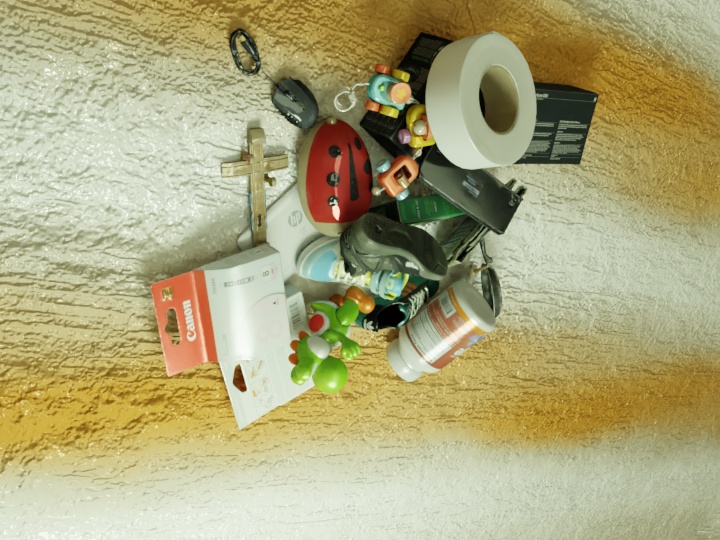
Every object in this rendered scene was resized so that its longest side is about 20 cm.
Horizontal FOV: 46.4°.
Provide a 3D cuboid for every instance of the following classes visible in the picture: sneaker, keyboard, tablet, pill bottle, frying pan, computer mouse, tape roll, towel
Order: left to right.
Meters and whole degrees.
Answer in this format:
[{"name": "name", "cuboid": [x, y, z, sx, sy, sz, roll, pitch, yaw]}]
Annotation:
[{"name": "computer mouse", "cuboid": [-0.122, -0.277, 1.234, 0.059, 0.034, 0.200, -53, 134, -4]}, {"name": "tablet", "cuboid": [-0.100, -0.072, 1.373, 0.200, 0.014, 0.131, -44, 132, -14]}, {"name": "sneaker", "cuboid": [0.000, 0.000, 1.405, 0.198, 0.130, 0.080, -10, 126, -39]}, {"name": "sneaker", "cuboid": [0.046, -0.027, 1.359, 0.198, 0.114, 0.077, 18, 63, -35]}, {"name": "sneaker", "cuboid": [0.078, 0.064, 1.543, 0.199, 0.080, 0.072, -25, 126, -28]}, {"name": "pill bottle", "cuboid": [0.145, 0.118, 1.567, 0.200, 0.113, 0.112, -40, 139, 23]}, {"name": "towel", "cuboid": [0.203, -0.080, 1.520, 0.035, 0.200, 0.193, 45, 79, -5]}, {"name": "keyboard", "cuboid": [0.191, -0.159, 1.391, 0.199, 0.021, 0.128, 32, 86, -24]}, {"name": "tape roll", "cuboid": [0.191, -0.262, 1.308, 0.201, 0.070, 0.205, 0, 91, -43]}, {"name": "frying pan", "cuboid": [0.252, 0.004, 1.663, 0.031, 0.115, 0.193, -8, 89, -1]}]

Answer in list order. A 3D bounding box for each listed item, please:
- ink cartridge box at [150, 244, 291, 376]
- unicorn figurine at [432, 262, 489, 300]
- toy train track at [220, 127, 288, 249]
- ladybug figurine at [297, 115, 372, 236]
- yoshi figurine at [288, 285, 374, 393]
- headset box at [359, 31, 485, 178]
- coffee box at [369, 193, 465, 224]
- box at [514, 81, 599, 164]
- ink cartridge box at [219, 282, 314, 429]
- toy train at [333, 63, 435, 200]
[{"name": "ink cartridge box", "cuboid": [-0.206, 0.068, 1.281, 0.199, 0.057, 0.164, -23, 121, -34]}, {"name": "unicorn figurine", "cuboid": [0.198, 0.068, 1.662, 0.138, 0.074, 0.200, -48, 149, -10]}, {"name": "toy train track", "cuboid": [-0.152, -0.115, 1.284, 0.114, 0.032, 0.202, -14, 117, -31]}, {"name": "ladybug figurine", "cuboid": [-0.033, -0.144, 1.333, 0.135, 0.072, 0.202, -26, 122, -30]}, {"name": "yoshi figurine", "cuboid": [-0.042, 0.128, 1.409, 0.201, 0.111, 0.113, -57, 152, -39]}, {"name": "headset box", "cuboid": [0.118, -0.257, 1.402, 0.174, 0.093, 0.201, 37, 87, -43]}, {"name": "coffee box", "cuboid": [0.103, -0.102, 1.446, 0.198, 0.122, 0.045, -12, 90, -37]}, {"name": "box", "cuboid": [0.346, -0.279, 1.590, 0.198, 0.079, 0.143, -5, 118, -37]}, {"name": "ink cartridge box", "cuboid": [-0.161, 0.145, 1.415, 0.172, 0.043, 0.202, -28, 127, -25]}, {"name": "toy train", "cuboid": [0.053, -0.211, 1.280, 0.150, 0.056, 0.201, -38, 117, -11]}]
